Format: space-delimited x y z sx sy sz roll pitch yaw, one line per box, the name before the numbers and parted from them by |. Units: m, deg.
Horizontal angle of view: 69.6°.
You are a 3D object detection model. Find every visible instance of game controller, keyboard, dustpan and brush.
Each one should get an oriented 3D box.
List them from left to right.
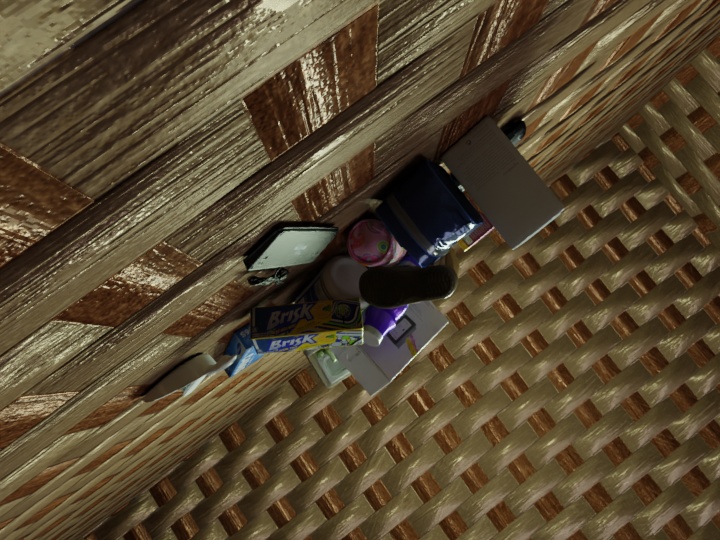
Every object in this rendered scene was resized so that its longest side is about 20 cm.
dustpan and brush | -0.292 0.187 0.946 0.200 0.057 0.139 -43 170 31
keyboard | -0.107 -0.021 0.746 0.127 0.021 0.200 -46 168 16
game controller | 0.260 -0.235 1.073 0.200 0.042 0.104 -41 -175 26

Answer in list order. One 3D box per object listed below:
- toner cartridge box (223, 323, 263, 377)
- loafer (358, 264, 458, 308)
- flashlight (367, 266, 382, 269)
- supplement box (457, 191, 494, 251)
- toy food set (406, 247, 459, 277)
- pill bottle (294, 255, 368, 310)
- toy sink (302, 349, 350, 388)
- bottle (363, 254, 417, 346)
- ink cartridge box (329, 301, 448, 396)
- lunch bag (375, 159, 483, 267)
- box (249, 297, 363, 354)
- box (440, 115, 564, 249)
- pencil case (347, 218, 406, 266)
toner cartridge box | -0.234 0.159 1.097 0.095 0.043 0.200 -33 170 -33
loafer | 0.087 0.027 0.920 0.198 0.077 0.067 -1 -179 35
flashlight | 0.000 0.000 1.152 0.200 0.067 0.068 -39 -161 41
supplement box | 0.300 -0.164 1.266 0.200 0.132 0.103 -42 171 32
toy food set | 0.147 -0.039 1.153 0.048 0.201 0.200 -2 161 -20
pill bottle | -0.066 0.067 1.052 0.115 0.116 0.200 -28 168 -45
toy sink | -0.061 0.209 1.285 0.129 0.113 0.200 -32 180 -13
bottle | 0.061 0.059 1.029 0.083 0.065 0.201 -35 -162 55
ink cartridge box | 0.059 0.143 1.137 0.200 0.146 0.147 -39 172 -28
lunch bag | 0.115 -0.091 0.880 0.132 0.136 0.200 -39 172 18
box | -0.095 0.101 0.932 0.197 0.065 0.070 -6 147 -3
box | 0.252 -0.149 0.915 0.106 0.201 0.152 -39 170 17
pencil case | 0.036 -0.049 0.965 0.087 0.088 0.200 -38 172 12
